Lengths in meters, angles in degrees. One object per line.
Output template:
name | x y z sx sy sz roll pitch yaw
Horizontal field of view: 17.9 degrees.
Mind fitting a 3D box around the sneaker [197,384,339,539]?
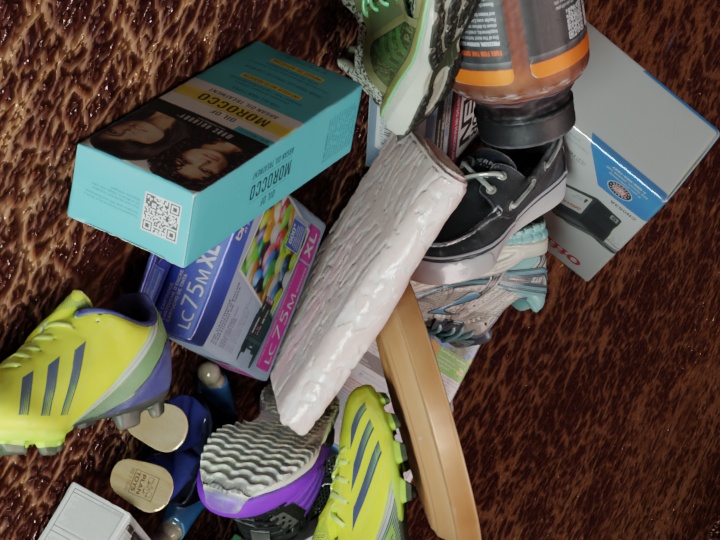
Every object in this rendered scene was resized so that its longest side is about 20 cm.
sneaker | -0.061 0.150 1.547 0.200 0.069 0.100 -39 141 -70

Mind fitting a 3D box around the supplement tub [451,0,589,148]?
supplement tub | 0.100 -0.188 1.569 0.107 0.106 0.201 -42 129 -48

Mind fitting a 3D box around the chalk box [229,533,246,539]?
chalk box | -0.079 0.286 1.626 0.201 0.123 0.125 -59 -179 29

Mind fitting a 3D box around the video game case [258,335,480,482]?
video game case | 0.025 0.047 1.738 0.143 0.018 0.201 33 80 -26

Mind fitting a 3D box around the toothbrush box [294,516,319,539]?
toothbrush box | -0.015 0.294 1.731 0.146 0.201 0.085 -30 -179 33

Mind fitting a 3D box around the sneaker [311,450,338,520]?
sneaker | 0.003 0.159 1.817 0.200 0.114 0.076 -61 163 -19

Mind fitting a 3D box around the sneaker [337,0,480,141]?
sneaker | 0.024 -0.170 1.497 0.077 0.088 0.200 -50 167 -36

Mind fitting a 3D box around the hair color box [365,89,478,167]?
hair color box | 0.079 -0.161 1.707 0.200 0.060 0.099 -52 157 -37

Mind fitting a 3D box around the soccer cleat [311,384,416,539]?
soccer cleat | -0.002 0.170 1.567 0.065 0.083 0.201 74 7 -60

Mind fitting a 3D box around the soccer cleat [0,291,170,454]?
soccer cleat | -0.175 0.057 1.294 0.200 0.064 0.084 -16 102 -62

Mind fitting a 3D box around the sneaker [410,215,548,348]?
sneaker | 0.063 0.023 1.704 0.199 0.077 0.087 -19 107 -25

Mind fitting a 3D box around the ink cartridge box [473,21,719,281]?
ink cartridge box | 0.178 -0.092 1.829 0.084 0.145 0.200 -51 178 -22

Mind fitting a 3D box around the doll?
doll | -0.118 0.129 1.551 0.200 0.048 0.137 15 90 -77

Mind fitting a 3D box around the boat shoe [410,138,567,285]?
boat shoe | 0.092 -0.056 1.672 0.200 0.071 0.068 -34 137 -43

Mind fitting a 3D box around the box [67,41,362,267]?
box | -0.082 -0.073 1.349 0.200 0.082 0.049 -39 147 -54

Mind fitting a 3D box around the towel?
towel | 0.000 0.000 1.560 0.201 0.032 0.191 -58 -168 9

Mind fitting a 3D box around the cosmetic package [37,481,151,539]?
cosmetic package | -0.168 0.216 1.519 0.083 0.050 0.200 -58 161 -15

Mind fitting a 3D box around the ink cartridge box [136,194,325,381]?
ink cartridge box | -0.083 -0.002 1.486 0.120 0.042 0.200 -69 160 -6

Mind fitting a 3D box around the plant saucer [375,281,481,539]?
plant saucer | 0.042 0.099 1.581 0.032 0.201 0.201 -16 151 -2

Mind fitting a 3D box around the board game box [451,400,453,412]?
board game box | 0.045 0.045 1.807 0.095 0.030 0.202 -11 97 -68
